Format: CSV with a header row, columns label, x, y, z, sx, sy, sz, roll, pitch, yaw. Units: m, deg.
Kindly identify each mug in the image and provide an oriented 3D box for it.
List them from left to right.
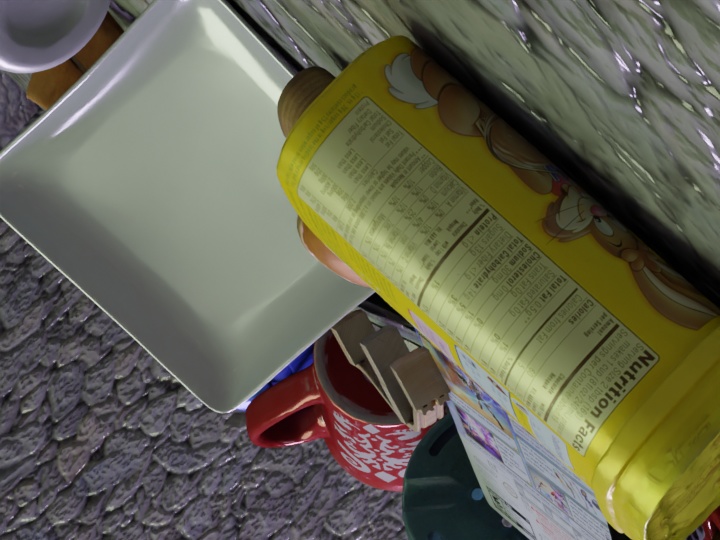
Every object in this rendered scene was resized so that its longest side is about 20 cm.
label,x,y,z,sx,sy,sz,roll,pitch,yaw
mug,0.010,0.099,1.754,0.133,0.177,0.200,48,173,13

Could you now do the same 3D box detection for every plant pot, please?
label,x,y,z,sx,sy,sz,roll,pitch,yaw
plant pot,0.120,0.193,1.642,0.200,0.200,0.196,40,167,28

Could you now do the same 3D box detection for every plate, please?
label,x,y,z,sx,sy,sz,roll,pitch,yaw
plate,-0.082,-0.042,1.278,0.200,0.199,0.032,43,-150,-11

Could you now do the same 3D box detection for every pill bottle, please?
label,x,y,z,sx,sy,sz,roll,pitch,yaw
pill bottle,-0.245,-0.208,1.439,0.200,0.104,0.104,39,175,41

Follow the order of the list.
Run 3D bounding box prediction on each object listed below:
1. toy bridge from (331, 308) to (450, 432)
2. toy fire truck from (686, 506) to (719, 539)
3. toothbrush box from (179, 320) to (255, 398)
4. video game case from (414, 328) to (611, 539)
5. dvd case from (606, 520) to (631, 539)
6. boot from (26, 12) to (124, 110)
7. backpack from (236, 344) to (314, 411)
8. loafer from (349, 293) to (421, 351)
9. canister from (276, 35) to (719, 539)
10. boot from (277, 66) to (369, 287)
label,x,y,z,sx,sy,sz,roll,pitch,yaw
toy bridge,0.025,0.070,1.522,0.067,0.027,0.200,61,172,-12
toy fire truck,0.196,0.155,1.139,0.168,0.112,0.200,60,179,15
toothbrush box,-0.054,-0.005,1.445,0.085,0.146,0.200,41,174,5
video game case,0.125,0.119,1.427,0.200,0.045,0.182,37,158,48
dvd case,0.130,0.101,1.190,0.200,0.017,0.143,56,-161,-71
boot,-0.193,-0.091,1.675,0.068,0.189,0.200,-7,-148,-41
backpack,-0.109,-0.004,1.829,0.200,0.168,0.163,44,167,15
loafer,0.000,0.000,1.630,0.200,0.072,0.063,36,156,2
canister,0.068,0.010,0.908,0.200,0.087,0.149,42,176,17
boot,0.031,-0.005,1.134,0.144,0.071,0.201,46,172,29
